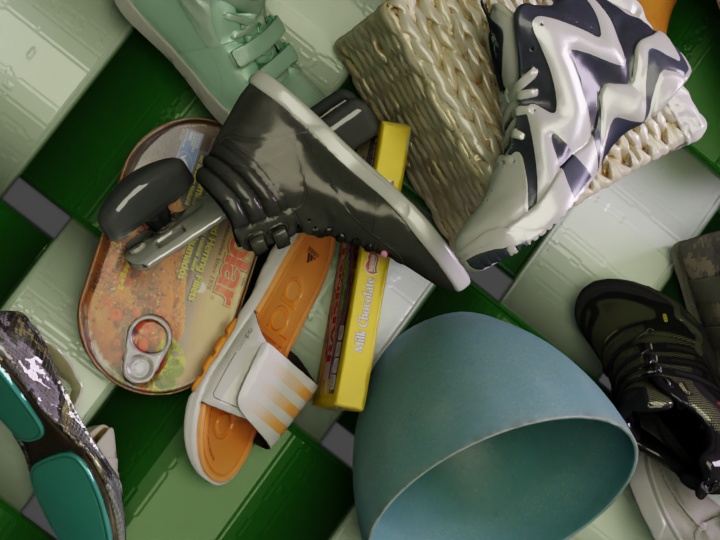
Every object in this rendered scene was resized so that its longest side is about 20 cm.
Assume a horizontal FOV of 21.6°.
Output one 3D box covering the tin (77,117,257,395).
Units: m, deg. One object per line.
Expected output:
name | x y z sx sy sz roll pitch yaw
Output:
tin | -0.132 -0.009 1.344 0.112 0.042 0.201 19 82 -7

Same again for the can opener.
can opener | -0.086 -0.071 1.297 0.200 0.053 0.067 -35 117 -5

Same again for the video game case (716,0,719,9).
video game case | 0.371 -0.188 1.441 0.199 0.045 0.182 -23 92 -28

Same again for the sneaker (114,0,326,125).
sneaker | -0.072 -0.169 1.320 0.200 0.118 0.074 41 43 -7

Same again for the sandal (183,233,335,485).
sandal | -0.057 0.056 1.330 0.079 0.059 0.207 37 74 -53

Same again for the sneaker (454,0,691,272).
sneaker | 0.101 -0.104 1.190 0.130 0.079 0.199 45 85 -4

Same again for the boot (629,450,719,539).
boot | 0.284 0.199 1.375 0.096 0.073 0.200 -39 78 28

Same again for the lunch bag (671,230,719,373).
lunch bag | 0.327 0.056 1.380 0.117 0.164 0.201 -15 89 -19

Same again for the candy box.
candy box | 0.000 0.000 1.341 0.026 0.102 0.201 11 84 -7

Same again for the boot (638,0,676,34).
boot | 0.233 -0.227 1.425 0.144 0.071 0.202 -30 89 -13

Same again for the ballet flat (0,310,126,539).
ballet flat | -0.205 0.112 1.303 0.072 0.072 0.201 -32 107 -13

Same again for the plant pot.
plant pot | 0.076 0.109 1.323 0.199 0.200 0.135 -15 55 -13

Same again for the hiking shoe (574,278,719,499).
hiking shoe | 0.213 0.079 1.353 0.076 0.100 0.200 -53 59 24

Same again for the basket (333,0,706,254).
basket | 0.104 -0.134 1.325 0.160 0.198 0.201 -30 94 -11

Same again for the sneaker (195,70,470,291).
sneaker | -0.025 -0.032 1.257 0.200 0.071 0.099 41 88 -4
